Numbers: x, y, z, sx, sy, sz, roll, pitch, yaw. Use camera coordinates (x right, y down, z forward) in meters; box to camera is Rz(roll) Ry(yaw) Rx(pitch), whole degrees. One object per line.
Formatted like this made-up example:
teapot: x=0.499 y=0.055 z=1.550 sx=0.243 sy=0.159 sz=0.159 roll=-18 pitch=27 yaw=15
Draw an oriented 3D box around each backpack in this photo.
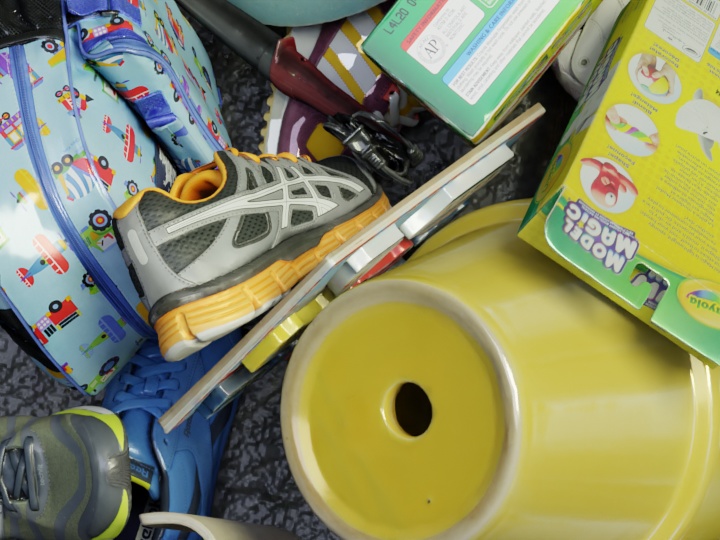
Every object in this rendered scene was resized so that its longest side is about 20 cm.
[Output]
backpack: x=-0.137 y=-0.049 z=1.472 sx=0.135 sy=0.183 sz=0.200 roll=-24 pitch=42 yaw=8

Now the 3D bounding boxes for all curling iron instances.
curling iron: x=-0.039 y=-0.106 z=1.502 sx=0.026 sy=0.050 sz=0.200 roll=-50 pitch=59 yaw=2

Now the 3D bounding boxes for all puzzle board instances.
puzzle board: x=0.000 y=0.000 z=1.440 sx=0.017 sy=0.200 sz=0.151 roll=49 pitch=130 yaw=3

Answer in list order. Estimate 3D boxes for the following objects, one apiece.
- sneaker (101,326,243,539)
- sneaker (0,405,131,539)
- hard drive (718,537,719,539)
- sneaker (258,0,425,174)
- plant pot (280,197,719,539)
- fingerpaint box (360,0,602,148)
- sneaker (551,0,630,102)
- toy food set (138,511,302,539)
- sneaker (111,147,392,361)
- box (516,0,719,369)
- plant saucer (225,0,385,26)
sneaker: x=-0.103 y=0.075 z=1.529 sx=0.066 sy=0.078 sz=0.200 roll=5 pitch=78 yaw=12
sneaker: x=-0.192 y=0.106 z=1.489 sx=0.200 sy=0.081 sz=0.074 roll=-8 pitch=85 yaw=42
hard drive: x=0.201 y=0.192 z=1.430 sx=0.140 sy=0.033 sz=0.200 roll=30 pitch=94 yaw=46
sneaker: x=0.007 y=-0.094 z=1.547 sx=0.090 sy=0.075 sz=0.200 roll=7 pitch=80 yaw=16
plant pot: x=0.066 y=0.064 z=1.412 sx=0.201 sy=0.189 sz=0.201 roll=1 pitch=91 yaw=32
fingerpaint box: x=0.091 y=-0.158 z=1.432 sx=0.073 sy=0.167 sz=0.200 roll=39 pitch=93 yaw=3
sneaker: x=0.151 y=-0.080 z=1.521 sx=0.100 sy=0.075 sz=0.200 roll=-9 pitch=64 yaw=6
toy food set: x=-0.049 y=0.214 z=1.456 sx=0.060 sy=0.144 sz=0.200 roll=-22 pitch=76 yaw=14
sneaker: x=-0.050 y=-0.026 z=1.422 sx=0.078 sy=0.200 sz=0.077 roll=-32 pitch=93 yaw=28
box: x=0.151 y=-0.042 z=1.395 sx=0.117 sy=0.048 sz=0.200 roll=35 pitch=45 yaw=-7
plant saucer: x=-0.010 y=-0.218 z=1.546 sx=0.200 sy=0.036 sz=0.200 roll=-18 pitch=49 yaw=22
